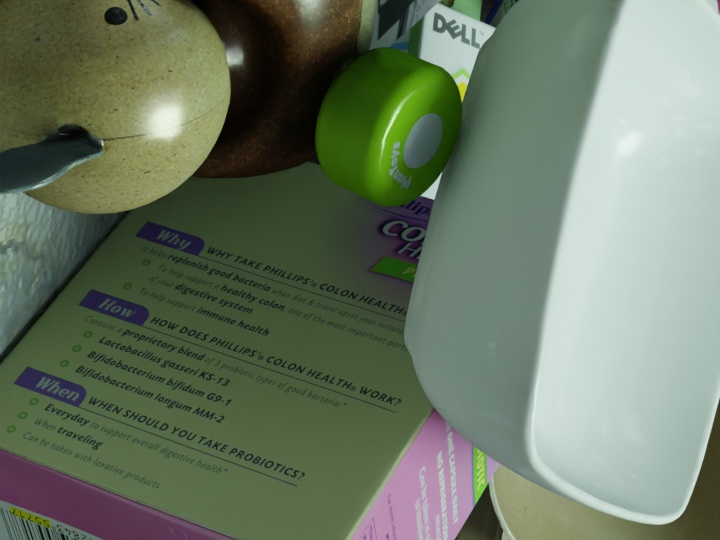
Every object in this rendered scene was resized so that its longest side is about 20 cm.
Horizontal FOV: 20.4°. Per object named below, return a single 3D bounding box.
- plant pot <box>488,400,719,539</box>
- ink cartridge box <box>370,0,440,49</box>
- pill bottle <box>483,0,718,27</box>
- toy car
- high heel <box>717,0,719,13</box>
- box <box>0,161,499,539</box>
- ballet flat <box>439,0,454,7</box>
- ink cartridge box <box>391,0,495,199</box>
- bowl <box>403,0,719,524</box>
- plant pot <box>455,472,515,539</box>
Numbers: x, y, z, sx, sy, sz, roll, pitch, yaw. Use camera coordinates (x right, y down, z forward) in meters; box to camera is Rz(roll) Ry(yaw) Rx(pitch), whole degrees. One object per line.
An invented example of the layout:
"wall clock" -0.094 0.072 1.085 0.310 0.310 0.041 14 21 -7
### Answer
"plant pot" 0.164 0.063 1.047 0.134 0.200 0.200 -89 -179 -57
"ink cartridge box" -0.007 -0.180 0.870 0.200 0.083 0.147 -47 146 -44
"pill bottle" 0.125 -0.126 1.087 0.112 0.112 0.200 -53 176 -39
"toy car" -0.085 -0.084 0.688 0.200 0.164 0.158 -29 134 -42
"high heel" 0.211 -0.134 1.200 0.067 0.096 0.200 -39 141 -53
"box" -0.039 0.056 0.848 0.200 0.176 0.097 -55 152 -37
"ballet flat" 0.075 -0.219 1.053 0.071 0.071 0.200 -42 143 -51
"ink cartridge box" 0.042 -0.074 0.994 0.104 0.059 0.200 16 76 -44
"bowl" 0.088 -0.010 0.784 0.200 0.075 0.200 29 75 -60
"plant pot" 0.055 0.146 1.160 0.201 0.093 0.201 9 90 -75
